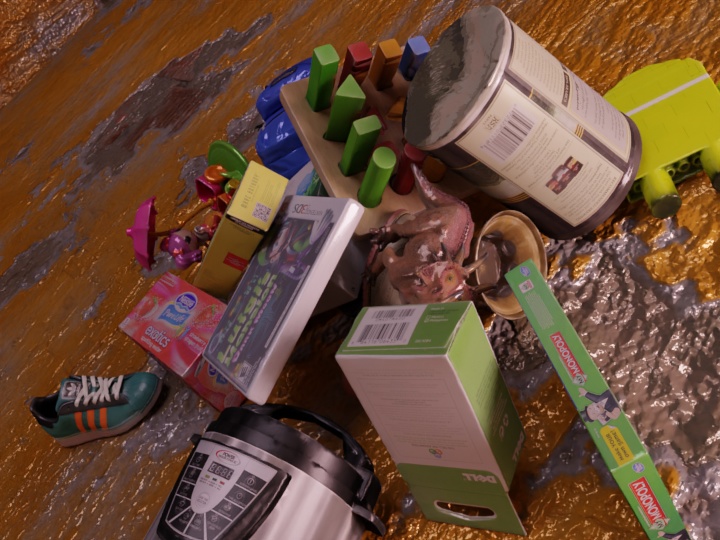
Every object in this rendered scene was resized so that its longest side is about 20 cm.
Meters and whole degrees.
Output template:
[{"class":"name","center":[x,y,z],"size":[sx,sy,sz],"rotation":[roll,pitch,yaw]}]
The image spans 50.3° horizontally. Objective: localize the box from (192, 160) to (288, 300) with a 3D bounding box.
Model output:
[{"class":"box","center":[-0.143,-0.040,0.890],"size":[0.200,0.049,0.077],"rotation":[-47,21,56]}]

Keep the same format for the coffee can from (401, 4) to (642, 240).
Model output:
[{"class":"coffee can","center":[0.159,-0.141,0.761],"size":[0.146,0.197,0.149],"rotation":[-40,35,36]}]

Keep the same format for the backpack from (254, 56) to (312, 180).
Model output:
[{"class":"backpack","center":[-0.064,-0.186,1.035],"size":[0.160,0.169,0.201],"rotation":[-30,20,21]}]

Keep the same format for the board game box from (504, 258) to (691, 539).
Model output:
[{"class":"board game box","center":[0.179,0.100,0.593],"size":[0.029,0.135,0.202],"rotation":[-30,38,11]}]

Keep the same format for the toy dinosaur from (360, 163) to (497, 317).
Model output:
[{"class":"toy dinosaur","center":[0.072,-0.015,0.711],"size":[0.135,0.085,0.204],"rotation":[-27,42,51]}]

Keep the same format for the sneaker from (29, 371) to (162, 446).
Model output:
[{"class":"sneaker","center":[-0.357,0.175,1.021],"size":[0.196,0.080,0.072],"rotation":[-24,40,20]}]

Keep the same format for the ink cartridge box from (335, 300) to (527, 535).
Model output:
[{"class":"ink cartridge box","center":[0.069,0.122,0.625],"size":[0.102,0.203,0.060],"rotation":[-4,35,35]}]

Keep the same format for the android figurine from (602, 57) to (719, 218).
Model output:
[{"class":"android figurine","center":[0.314,-0.145,0.794],"size":[0.179,0.041,0.203],"rotation":[-26,42,19]}]

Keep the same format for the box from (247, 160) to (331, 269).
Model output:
[{"class":"box","center":[-0.080,-0.031,0.880],"size":[0.144,0.036,0.204],"rotation":[-35,35,43]}]

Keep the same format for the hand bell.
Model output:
[{"class":"hand bell","center":[0.093,-0.001,0.829],"size":[0.198,0.104,0.105],"rotation":[-5,48,55]}]

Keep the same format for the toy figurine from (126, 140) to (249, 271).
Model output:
[{"class":"toy figurine","center":[-0.220,-0.057,1.050],"size":[0.183,0.152,0.199],"rotation":[-34,58,-28]}]

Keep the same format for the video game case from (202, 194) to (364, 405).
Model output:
[{"class":"video game case","center":[-0.085,0.017,0.767],"size":[0.203,0.023,0.181],"rotation":[-63,24,-6]}]

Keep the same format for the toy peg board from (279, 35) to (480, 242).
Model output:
[{"class":"toy peg board","center":[0.041,-0.170,0.842],"size":[0.195,0.098,0.203],"rotation":[-22,73,-20]}]

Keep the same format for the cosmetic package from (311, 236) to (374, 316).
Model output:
[{"class":"cosmetic package","center":[-0.051,-0.021,0.922],"size":[0.198,0.051,0.153],"rotation":[-24,37,53]}]

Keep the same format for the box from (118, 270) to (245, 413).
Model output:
[{"class":"box","center":[-0.207,0.087,0.968],"size":[0.103,0.095,0.198],"rotation":[-50,38,-15]}]

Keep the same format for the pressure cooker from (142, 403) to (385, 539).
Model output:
[{"class":"pressure cooker","center":[-0.085,0.215,0.675],"size":[0.203,0.174,0.178],"rotation":[-60,12,-26]}]

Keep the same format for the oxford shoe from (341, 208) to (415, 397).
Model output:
[{"class":"oxford shoe","center":[0.042,0.039,0.800],"size":[0.073,0.070,0.206],"rotation":[10,87,37]}]

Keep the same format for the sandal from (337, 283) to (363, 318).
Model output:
[{"class":"sandal","center":[0.001,-0.001,0.918],"size":[0.076,0.048,0.201],"rotation":[-50,23,13]}]
